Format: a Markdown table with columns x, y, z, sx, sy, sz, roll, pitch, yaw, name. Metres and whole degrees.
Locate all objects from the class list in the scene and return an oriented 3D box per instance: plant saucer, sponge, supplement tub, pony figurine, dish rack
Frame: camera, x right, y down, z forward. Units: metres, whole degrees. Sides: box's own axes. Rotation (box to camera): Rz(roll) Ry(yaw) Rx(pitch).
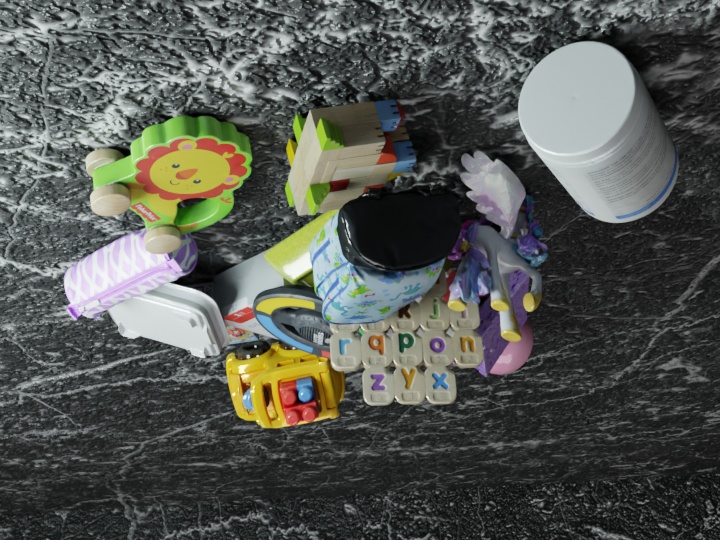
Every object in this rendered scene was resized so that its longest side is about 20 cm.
| x | y | z | sx | sy | sz | roll | pitch | yaw | name |
| --- | --- | --- | --- | --- | --- | --- | --- | --- | --- |
| 0.000 | 0.000 | 1.327 | 0.198 | 0.048 | 0.199 | -31 | 131 | 27 | plant saucer |
| 0.199 | 0.076 | 1.384 | 0.030 | 0.112 | 0.200 | 35 | 168 | 20 | sponge |
| 0.264 | -0.144 | 1.052 | 0.130 | 0.134 | 0.199 | -16 | 155 | 24 | supplement tub |
| 0.163 | -0.037 | 1.244 | 0.191 | 0.203 | 0.166 | 27 | 145 | -29 | pony figurine |
| -0.299 | 0.068 | 1.432 | 0.196 | 0.044 | 0.173 | 14 | 150 | 12 | dish rack |

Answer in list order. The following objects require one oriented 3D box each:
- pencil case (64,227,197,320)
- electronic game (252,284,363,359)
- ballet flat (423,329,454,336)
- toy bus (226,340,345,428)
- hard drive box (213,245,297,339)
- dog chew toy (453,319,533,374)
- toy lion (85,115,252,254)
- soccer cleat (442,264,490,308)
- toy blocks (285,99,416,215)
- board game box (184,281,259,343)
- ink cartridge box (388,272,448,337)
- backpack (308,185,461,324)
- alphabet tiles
| x | y | z | sx | sy | sz | roll | pitch | yaw | name |
| --- | --- | --- | --- | --- | --- | --- | --- | --- | --- |
| -0.314 | 0.000 | 1.306 | 0.198 | 0.086 | 0.084 | -25 | 116 | 24 | pencil case |
| -0.058 | 0.078 | 1.353 | 0.196 | 0.042 | 0.201 | 14 | 154 | 7 | electronic game |
| 0.178 | 0.053 | 1.436 | 0.200 | 0.069 | 0.070 | -44 | 165 | -18 | ballet flat |
| -0.126 | 0.199 | 1.581 | 0.196 | 0.138 | 0.192 | -11 | -164 | 2 | toy bus |
| -0.103 | 0.042 | 1.478 | 0.154 | 0.078 | 0.198 | -23 | 150 | 36 | hard drive box |
| 0.192 | 0.112 | 1.644 | 0.196 | 0.127 | 0.125 | 3 | 156 | -16 | dog chew toy |
| -0.210 | -0.107 | 1.139 | 0.188 | 0.070 | 0.200 | -18 | 155 | 11 | toy lion |
| 0.178 | 0.010 | 1.366 | 0.199 | 0.077 | 0.067 | -33 | 167 | -35 | soccer cleat |
| -0.002 | -0.130 | 1.102 | 0.134 | 0.102 | 0.200 | -11 | 159 | -18 | toy blocks |
| -0.255 | 0.076 | 1.579 | 0.132 | 0.035 | 0.200 | -8 | 157 | 8 | board game box |
| 0.073 | 0.028 | 1.450 | 0.115 | 0.068 | 0.202 | -5 | 136 | -1 | ink cartridge box |
| 0.013 | -0.013 | 1.164 | 0.160 | 0.157 | 0.199 | -7 | 179 | -29 | backpack |
| 0.058 | 0.081 | 1.240 | 0.196 | 0.199 | 0.015 | -1 | 150 | -5 | alphabet tiles |
